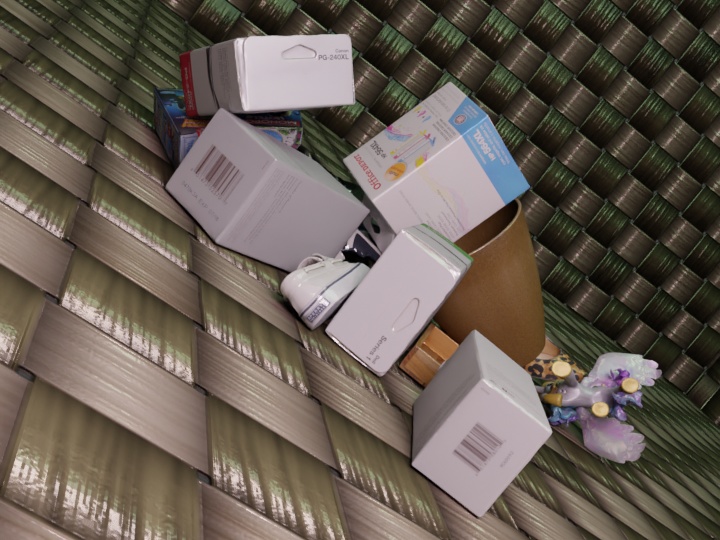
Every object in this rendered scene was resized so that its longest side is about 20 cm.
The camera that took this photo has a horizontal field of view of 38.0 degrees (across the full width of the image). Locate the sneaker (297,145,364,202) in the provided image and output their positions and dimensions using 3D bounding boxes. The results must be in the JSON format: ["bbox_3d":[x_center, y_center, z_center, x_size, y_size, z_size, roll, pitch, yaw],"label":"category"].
[{"bbox_3d":[-0.063,-0.119,1.439,0.200,0.098,0.071,5,25,-30],"label":"sneaker"}]

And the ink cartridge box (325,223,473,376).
[{"bbox_3d":[0.050,0.027,1.192,0.084,0.146,0.200,38,9,6],"label":"ink cartridge box"}]

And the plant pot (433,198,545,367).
[{"bbox_3d":[0.167,0.031,1.404,0.201,0.186,0.186,61,1,-21],"label":"plant pot"}]

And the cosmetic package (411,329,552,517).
[{"bbox_3d":[0.111,0.140,1.011,0.085,0.108,0.200,38,11,-2],"label":"cosmetic package"}]

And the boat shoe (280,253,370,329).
[{"bbox_3d":[-0.042,0.014,1.165,0.066,0.072,0.200,43,18,3],"label":"boat shoe"}]

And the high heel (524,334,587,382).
[{"bbox_3d":[0.281,0.090,1.666,0.199,0.143,0.071,25,31,29],"label":"high heel"}]

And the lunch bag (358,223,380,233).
[{"bbox_3d":[-0.013,-0.063,1.584,0.160,0.076,0.200,23,13,-23],"label":"lunch bag"}]

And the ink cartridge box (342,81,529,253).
[{"bbox_3d":[0.084,-0.115,1.328,0.125,0.200,0.129,53,3,-34],"label":"ink cartridge box"}]

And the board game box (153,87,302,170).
[{"bbox_3d":[-0.177,-0.178,1.363,0.199,0.062,0.200,2,26,-6],"label":"board game box"}]

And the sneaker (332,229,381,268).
[{"bbox_3d":[0.000,0.000,1.369,0.199,0.079,0.130,55,9,-49],"label":"sneaker"}]

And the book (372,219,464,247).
[{"bbox_3d":[0.108,-0.060,1.540,0.199,0.048,0.134,22,13,-6],"label":"book"}]

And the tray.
[{"bbox_3d":[0.106,0.121,1.296,0.099,0.037,0.200,39,10,4],"label":"tray"}]

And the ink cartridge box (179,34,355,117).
[{"bbox_3d":[-0.114,-0.231,1.252,0.145,0.084,0.200,-9,10,-27],"label":"ink cartridge box"}]

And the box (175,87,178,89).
[{"bbox_3d":[-0.212,-0.198,1.612,0.137,0.039,0.200,29,13,-40],"label":"box"}]

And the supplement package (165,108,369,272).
[{"bbox_3d":[-0.105,-0.083,1.226,0.117,0.118,0.200,43,11,34],"label":"supplement package"}]

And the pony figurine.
[{"bbox_3d":[0.349,0.188,1.553,0.192,0.167,0.200,13,-10,4],"label":"pony figurine"}]
